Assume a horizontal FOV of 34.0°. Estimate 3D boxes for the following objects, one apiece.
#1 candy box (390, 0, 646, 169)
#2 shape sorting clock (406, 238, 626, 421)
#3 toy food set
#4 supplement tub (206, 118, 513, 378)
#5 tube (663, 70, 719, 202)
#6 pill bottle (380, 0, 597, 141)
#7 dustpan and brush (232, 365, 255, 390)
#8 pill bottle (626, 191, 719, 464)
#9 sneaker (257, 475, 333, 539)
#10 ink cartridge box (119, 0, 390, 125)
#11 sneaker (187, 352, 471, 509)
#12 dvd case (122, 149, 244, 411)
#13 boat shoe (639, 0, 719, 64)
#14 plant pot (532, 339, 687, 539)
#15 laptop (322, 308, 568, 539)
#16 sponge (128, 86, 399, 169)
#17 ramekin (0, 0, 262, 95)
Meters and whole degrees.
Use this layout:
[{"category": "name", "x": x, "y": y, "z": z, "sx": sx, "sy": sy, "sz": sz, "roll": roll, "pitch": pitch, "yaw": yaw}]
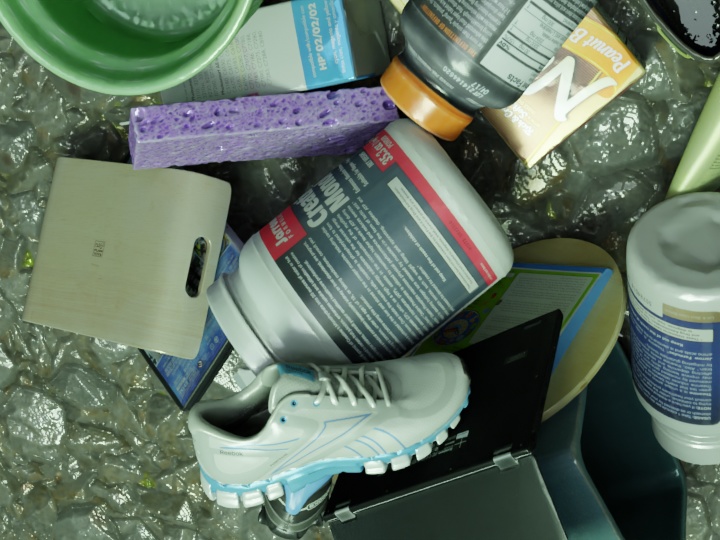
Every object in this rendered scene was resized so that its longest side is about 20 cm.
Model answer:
[{"category": "candy box", "x": 0.111, "y": -0.193, "z": 0.894, "sx": 0.115, "sy": 0.055, "sz": 0.201, "roll": -39, "pitch": 95, "yaw": 22}, {"category": "shape sorting clock", "x": 0.115, "y": 0.053, "z": 0.905, "sx": 0.198, "sy": 0.201, "sz": 0.039, "roll": -25, "pitch": 120, "yaw": 21}, {"category": "toy food set", "x": -0.198, "y": -0.013, "z": 0.988, "sx": 0.198, "sy": 0.060, "sz": 0.146, "roll": 8, "pitch": 84, "yaw": 35}, {"category": "supplement tub", "x": 0.000, "y": 0.000, "z": 0.865, "sx": 0.199, "sy": 0.140, "sz": 0.141, "roll": -38, "pitch": 96, "yaw": 2}, {"category": "tube", "x": 0.271, "y": -0.122, "z": 0.842, "sx": 0.057, "sy": 0.052, "sz": 0.202, "roll": 10, "pitch": 128, "yaw": -9}, {"category": "pill bottle", "x": 0.098, "y": -0.187, "z": 0.812, "sx": 0.106, "sy": 0.106, "sz": 0.201, "roll": 39, "pitch": 110, "yaw": -1}, {"category": "dustpan and brush", "x": 0.005, "y": 0.083, "z": 1.006, "sx": 0.199, "sy": 0.057, "sz": 0.140, "roll": -35, "pitch": 141, "yaw": -8}, {"category": "pill bottle", "x": 0.258, "y": 0.051, "z": 0.883, "sx": 0.109, "sy": 0.112, "sz": 0.202, "roll": -1, "pitch": 133, "yaw": 15}, {"category": "sneaker", "x": -0.056, "y": 0.156, "z": 0.912, "sx": 0.070, "sy": 0.200, "sz": 0.084, "roll": 16, "pitch": 92, "yaw": -4}, {"category": "ink cartridge box", "x": -0.086, "y": -0.166, "z": 0.921, "sx": 0.197, "sy": 0.115, "sz": 0.069, "roll": -9, "pitch": 99, "yaw": 17}, {"category": "sneaker", "x": -0.022, "y": 0.091, "z": 0.781, "sx": 0.197, "sy": 0.075, "sz": 0.087, "roll": -20, "pitch": 131, "yaw": -3}, {"category": "dvd case", "x": -0.164, "y": -0.002, "z": 1.001, "sx": 0.200, "sy": 0.017, "sz": 0.143, "roll": 49, "pitch": 117, "yaw": 27}, {"category": "boat shoe", "x": 0.214, "y": -0.240, "z": 0.847, "sx": 0.071, "sy": 0.061, "sz": 0.203, "roll": -31, "pitch": 98, "yaw": 21}, {"category": "plant pot", "x": 0.131, "y": 0.181, "z": 0.938, "sx": 0.198, "sy": 0.197, "sz": 0.197, "roll": -21, "pitch": 113, "yaw": 27}, {"category": "laptop", "x": 0.080, "y": 0.162, "z": 0.815, "sx": 0.186, "sy": 0.201, "sz": 0.116, "roll": -26, "pitch": 118, "yaw": 37}, {"category": "sponge", "x": -0.078, "y": -0.107, "z": 0.901, "sx": 0.196, "sy": 0.111, "sz": 0.030, "roll": -7, "pitch": 85, "yaw": -15}, {"category": "ramekin", "x": -0.145, "y": -0.225, "z": 0.771, "sx": 0.196, "sy": 0.098, "sz": 0.203, "roll": 4, "pitch": 111, "yaw": 11}]
